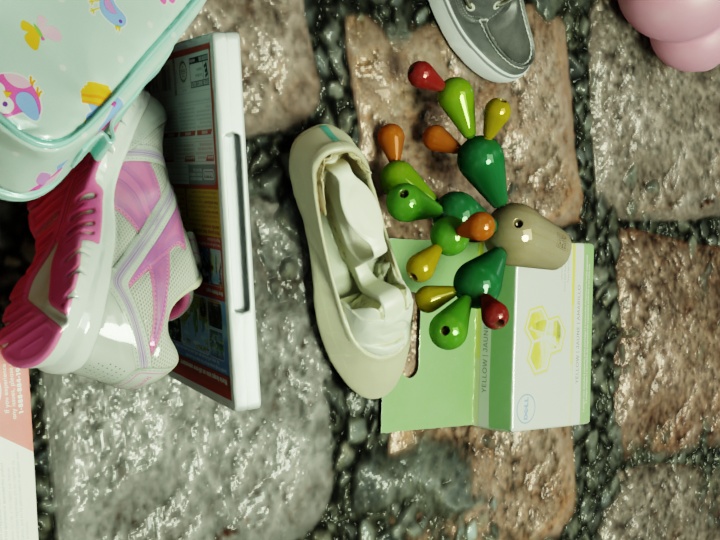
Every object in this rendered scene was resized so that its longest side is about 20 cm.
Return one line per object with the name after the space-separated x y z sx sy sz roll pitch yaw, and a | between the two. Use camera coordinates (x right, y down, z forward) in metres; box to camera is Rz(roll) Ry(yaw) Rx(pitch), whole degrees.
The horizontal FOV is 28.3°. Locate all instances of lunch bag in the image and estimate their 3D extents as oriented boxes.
-0.172 -0.136 0.733 0.160 0.077 0.200 43 50 -13 | lunch bag

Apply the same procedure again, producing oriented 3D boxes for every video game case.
-0.092 -0.030 0.820 0.017 0.143 0.202 -5 96 -22 | video game case

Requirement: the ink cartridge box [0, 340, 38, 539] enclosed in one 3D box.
-0.263 0.100 0.703 0.199 0.067 0.117 -6 96 -46 | ink cartridge box

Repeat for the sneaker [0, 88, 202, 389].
-0.132 -0.013 0.788 0.088 0.081 0.201 35 44 -32 | sneaker

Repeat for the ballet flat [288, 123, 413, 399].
0.000 0.000 0.962 0.069 0.069 0.201 -32 113 -39 | ballet flat

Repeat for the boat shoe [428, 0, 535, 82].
0.087 -0.223 1.041 0.070 0.066 0.201 -49 123 -32 | boat shoe

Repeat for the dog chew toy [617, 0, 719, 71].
0.262 -0.249 1.183 0.125 0.124 0.200 -56 135 -27 | dog chew toy

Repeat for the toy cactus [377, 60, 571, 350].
0.089 -0.041 1.005 0.164 0.102 0.201 17 56 -38 | toy cactus

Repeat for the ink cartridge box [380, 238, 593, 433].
0.101 0.049 1.081 0.199 0.048 0.147 1 91 -47 | ink cartridge box
